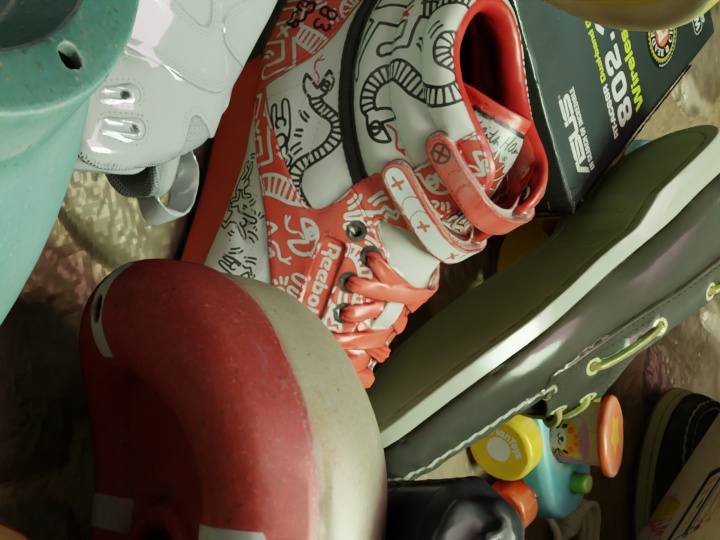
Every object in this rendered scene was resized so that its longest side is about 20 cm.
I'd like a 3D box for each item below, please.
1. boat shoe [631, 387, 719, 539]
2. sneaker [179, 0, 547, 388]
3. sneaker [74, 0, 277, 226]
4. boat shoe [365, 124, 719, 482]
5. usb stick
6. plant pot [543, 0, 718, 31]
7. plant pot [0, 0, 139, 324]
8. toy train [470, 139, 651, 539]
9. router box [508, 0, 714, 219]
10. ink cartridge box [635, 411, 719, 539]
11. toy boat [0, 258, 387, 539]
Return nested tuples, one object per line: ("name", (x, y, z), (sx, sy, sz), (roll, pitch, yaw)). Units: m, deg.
("boat shoe", (0.173, 0.158, 0.942), (0.071, 0.066, 0.203), (-4, 94, -52))
("sneaker", (0.000, -0.001, 0.644), (0.067, 0.107, 0.204), (20, 75, -54))
("sneaker", (-0.092, -0.094, 0.535), (0.199, 0.075, 0.116), (32, 68, -48))
("boat shoe", (0.080, 0.023, 0.752), (0.201, 0.072, 0.061), (-38, 109, -22))
("usb stick", (0.006, 0.093, 0.611), (0.032, 0.200, 0.056), (13, 80, -12))
("plant pot", (0.109, -0.188, 0.633), (0.189, 0.200, 0.201), (-53, 134, -18))
("plant pot", (-0.127, -0.054, 0.372), (0.200, 0.134, 0.202), (34, 41, -36))
("toy train", (0.110, 0.027, 0.855), (0.150, 0.055, 0.202), (29, 67, -52))
("router box", (0.067, -0.144, 0.776), (0.150, 0.062, 0.201), (-48, 129, -41))
("ink cartridge box", (0.199, 0.149, 0.835), (0.147, 0.145, 0.200), (40, 66, -4))
("toy boat", (-0.074, 0.096, 0.555), (0.130, 0.130, 0.202), (10, 84, -25))
